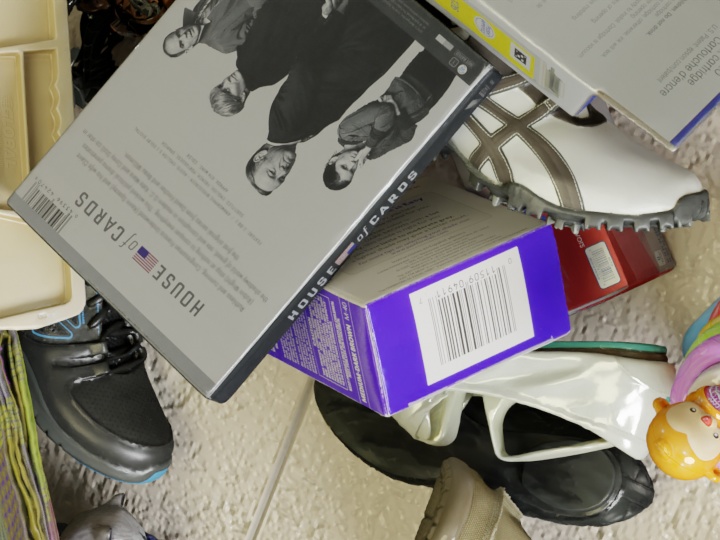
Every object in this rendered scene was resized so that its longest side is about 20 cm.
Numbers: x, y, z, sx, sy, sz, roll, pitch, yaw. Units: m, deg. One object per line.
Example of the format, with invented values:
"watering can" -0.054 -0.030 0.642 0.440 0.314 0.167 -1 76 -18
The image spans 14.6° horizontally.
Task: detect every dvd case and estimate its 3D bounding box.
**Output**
"dvd case" -0.052 -0.061 1.310 0.150 0.025 0.200 42 94 23

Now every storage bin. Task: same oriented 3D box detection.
"storage bin" -0.223 -0.042 1.438 0.200 0.093 0.200 -25 67 59

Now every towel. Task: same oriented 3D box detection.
"towel" -0.210 0.119 1.554 0.200 0.023 0.144 -41 60 61

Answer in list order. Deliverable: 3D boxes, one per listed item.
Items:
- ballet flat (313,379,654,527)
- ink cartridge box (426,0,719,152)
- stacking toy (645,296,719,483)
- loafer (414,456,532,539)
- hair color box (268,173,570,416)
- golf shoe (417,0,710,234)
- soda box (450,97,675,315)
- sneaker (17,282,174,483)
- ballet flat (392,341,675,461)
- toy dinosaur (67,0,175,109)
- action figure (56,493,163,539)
"ballet flat" 0.059 0.090 1.449 0.199 0.057 0.067 21 84 32
"ink cartridge box" 0.130 -0.167 1.296 0.200 0.047 0.198 41 71 17
"stacking toy" 0.180 0.059 1.284 0.110 0.200 0.116 -43 76 28
"loafer" 0.061 0.148 1.396 0.067 0.200 0.076 19 75 8
"hair color box" 0.000 0.000 1.377 0.200 0.109 0.065 27 134 55
"golf shoe" 0.076 -0.080 1.312 0.199 0.078 0.095 22 106 19
"soda box" 0.081 -0.077 1.391 0.063 0.070 0.201 -24 87 28
"sneaker" -0.156 0.023 1.543 0.082 0.073 0.201 -37 80 30
"ballet flat" 0.059 0.060 1.395 0.199 0.069 0.070 6 102 27
"toy dinosaur" -0.132 -0.155 1.505 0.200 0.102 0.136 27 98 47
"action figure" -0.126 0.220 1.548 0.199 0.104 0.195 11 113 30
